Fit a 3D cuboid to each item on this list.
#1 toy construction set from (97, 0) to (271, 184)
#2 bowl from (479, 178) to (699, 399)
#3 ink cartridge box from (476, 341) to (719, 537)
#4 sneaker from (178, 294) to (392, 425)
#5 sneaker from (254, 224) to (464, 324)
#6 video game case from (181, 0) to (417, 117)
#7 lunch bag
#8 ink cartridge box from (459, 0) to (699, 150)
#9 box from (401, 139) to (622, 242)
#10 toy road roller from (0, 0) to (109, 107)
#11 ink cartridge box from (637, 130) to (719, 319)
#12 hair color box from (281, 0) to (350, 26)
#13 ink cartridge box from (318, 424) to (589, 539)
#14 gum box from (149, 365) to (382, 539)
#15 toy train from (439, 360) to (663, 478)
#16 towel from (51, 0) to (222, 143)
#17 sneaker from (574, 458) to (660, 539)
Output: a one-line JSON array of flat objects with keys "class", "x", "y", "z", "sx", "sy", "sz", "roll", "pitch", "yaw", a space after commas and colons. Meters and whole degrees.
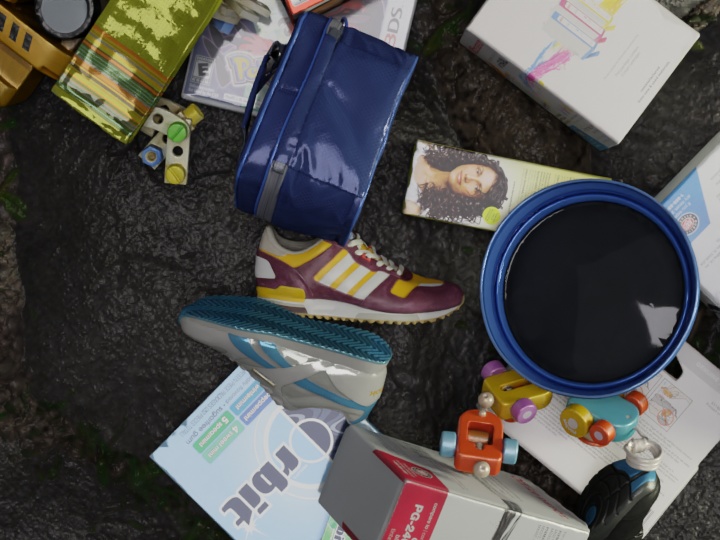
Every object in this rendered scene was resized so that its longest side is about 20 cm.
[{"class": "toy construction set", "x": -0.171, "y": -0.191, "z": 1.645, "sx": 0.131, "sy": 0.092, "sz": 0.200, "roll": 31, "pitch": 91, "yaw": -5}, {"class": "bowl", "x": 0.209, "y": 0.018, "z": 1.627, "sx": 0.200, "sy": 0.039, "sz": 0.201, "roll": -3, "pitch": 81, "yaw": 17}, {"class": "ink cartridge box", "x": 0.241, "y": 0.126, "z": 1.703, "sx": 0.200, "sy": 0.045, "sz": 0.176, "roll": 39, "pitch": 92, "yaw": -1}, {"class": "sneaker", "x": -0.075, "y": 0.081, "z": 1.641, "sx": 0.199, "sy": 0.077, "sz": 0.081, "roll": 18, "pitch": 114, "yaw": 8}, {"class": "sneaker", "x": 0.000, "y": 0.000, "z": 1.684, "sx": 0.199, "sy": 0.075, "sz": 0.090, "roll": 2, "pitch": 97, "yaw": -1}, {"class": "video game case", "x": -0.054, "y": -0.229, "z": 1.705, "sx": 0.199, "sy": 0.023, "sz": 0.183, "roll": 13, "pitch": 91, "yaw": -1}, {"class": "lunch bag", "x": -0.039, "y": -0.137, "z": 1.619, "sx": 0.132, "sy": 0.136, "sz": 0.201, "roll": 20, "pitch": 73, "yaw": -2}, {"class": "ink cartridge box", "x": 0.188, "y": -0.222, "z": 1.656, "sx": 0.200, "sy": 0.129, "sz": 0.125, "roll": 37, "pitch": 91, "yaw": 0}, {"class": "box", "x": 0.143, "y": -0.069, "z": 1.697, "sx": 0.199, "sy": 0.050, "sz": 0.076, "roll": 10, "pitch": 92, "yaw": -1}, {"class": "toy road roller", "x": -0.329, "y": -0.243, "z": 1.656, "sx": 0.200, "sy": 0.123, "sz": 0.146, "roll": 38, "pitch": 102, "yaw": -2}, {"class": "ink cartridge box", "x": 0.375, "y": -0.022, "z": 1.682, "sx": 0.200, "sy": 0.084, "sz": 0.145, "roll": 45, "pitch": 90, "yaw": -1}, {"class": "hair color box", "x": 0.015, "y": -0.297, "z": 1.645, "sx": 0.200, "sy": 0.102, "sz": 0.061, "roll": -25, "pitch": 92, "yaw": 0}, {"class": "ink cartridge box", "x": 0.084, "y": 0.223, "z": 1.620, "sx": 0.200, "sy": 0.145, "sz": 0.084, "roll": 19, "pitch": 97, "yaw": -25}, {"class": "gum box", "x": -0.070, "y": 0.184, "z": 1.701, "sx": 0.200, "sy": 0.045, "sz": 0.170, "roll": 44, "pitch": 89, "yaw": -1}, {"class": "toy train", "x": 0.168, "y": 0.152, "z": 1.626, "sx": 0.199, "sy": 0.150, "sz": 0.056, "roll": 5, "pitch": 128, "yaw": -4}, {"class": "towel", "x": -0.189, "y": -0.216, "z": 1.591, "sx": 0.086, "sy": 0.018, "sz": 0.200, "roll": 33, "pitch": 101, "yaw": -6}, {"class": "sneaker", "x": 0.234, "y": 0.250, "z": 1.666, "sx": 0.082, "sy": 0.073, "sz": 0.200, "roll": 22, "pitch": 130, "yaw": -9}]
